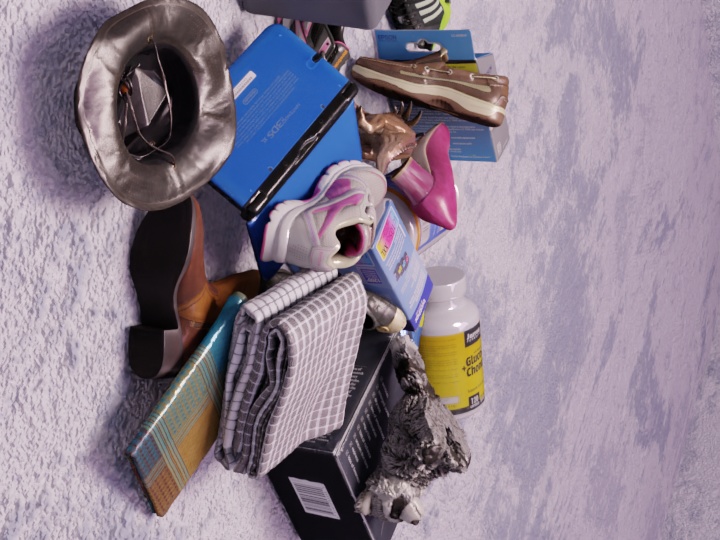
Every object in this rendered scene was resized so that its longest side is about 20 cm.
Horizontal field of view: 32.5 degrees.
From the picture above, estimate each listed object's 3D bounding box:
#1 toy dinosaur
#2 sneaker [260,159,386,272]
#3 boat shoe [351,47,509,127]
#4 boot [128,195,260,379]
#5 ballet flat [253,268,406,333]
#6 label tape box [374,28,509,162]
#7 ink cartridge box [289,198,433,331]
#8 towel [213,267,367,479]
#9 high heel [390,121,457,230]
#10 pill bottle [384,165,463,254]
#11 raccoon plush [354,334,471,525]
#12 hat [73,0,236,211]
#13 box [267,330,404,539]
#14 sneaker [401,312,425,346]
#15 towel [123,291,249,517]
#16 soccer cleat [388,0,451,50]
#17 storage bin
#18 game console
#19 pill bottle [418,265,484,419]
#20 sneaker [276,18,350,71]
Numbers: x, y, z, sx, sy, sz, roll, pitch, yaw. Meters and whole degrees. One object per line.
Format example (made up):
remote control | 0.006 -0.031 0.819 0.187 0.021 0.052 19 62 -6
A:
toy dinosaur | 0.030 -0.163 1.496 0.134 0.200 0.086 15 109 -25
sneaker | -0.020 -0.048 1.303 0.200 0.088 0.082 -41 151 -47
boat shoe | 0.091 -0.244 1.554 0.075 0.200 0.076 160 -53 -89
boot | -0.149 0.013 1.255 0.200 0.068 0.190 -6 99 -64
ballet flat | -0.037 0.046 1.408 0.198 0.066 0.057 15 59 -25
label tape box | 0.110 -0.244 1.642 0.066 0.142 0.201 -56 141 -43
ink cartridge box | 0.000 0.000 1.471 0.200 0.135 0.077 59 45 -48
towel | -0.071 0.106 1.283 0.165 0.085 0.202 -36 144 -56
high heel | 0.100 -0.119 1.540 0.096 0.067 0.200 45 23 -7
pill bottle | 0.060 -0.077 1.607 0.200 0.111 0.113 -36 125 -57
raccoon plush | 0.043 0.193 1.419 0.097 0.134 0.201 35 29 -42
hat | -0.202 -0.149 1.117 0.200 0.080 0.203 -7 99 -54
box | -0.013 0.200 1.489 0.197 0.123 0.201 -59 143 -38
sneaker | 0.045 0.124 1.668 0.078 0.066 0.202 -12 105 -50
towel | -0.162 0.134 1.232 0.201 0.022 0.147 -56 157 -29
soccer cleat | 0.067 -0.348 1.635 0.200 0.067 0.082 18 90 -63
storage bin | -0.047 -0.341 1.284 0.135 0.198 0.146 80 29 -49
game console | -0.095 -0.126 1.308 0.200 0.170 0.118 -53 -176 -29
pill bottle | 0.116 0.102 1.742 0.112 0.111 0.202 -38 127 -55
sneaker | -0.057 -0.232 1.378 0.080 0.086 0.202 25 72 -60
